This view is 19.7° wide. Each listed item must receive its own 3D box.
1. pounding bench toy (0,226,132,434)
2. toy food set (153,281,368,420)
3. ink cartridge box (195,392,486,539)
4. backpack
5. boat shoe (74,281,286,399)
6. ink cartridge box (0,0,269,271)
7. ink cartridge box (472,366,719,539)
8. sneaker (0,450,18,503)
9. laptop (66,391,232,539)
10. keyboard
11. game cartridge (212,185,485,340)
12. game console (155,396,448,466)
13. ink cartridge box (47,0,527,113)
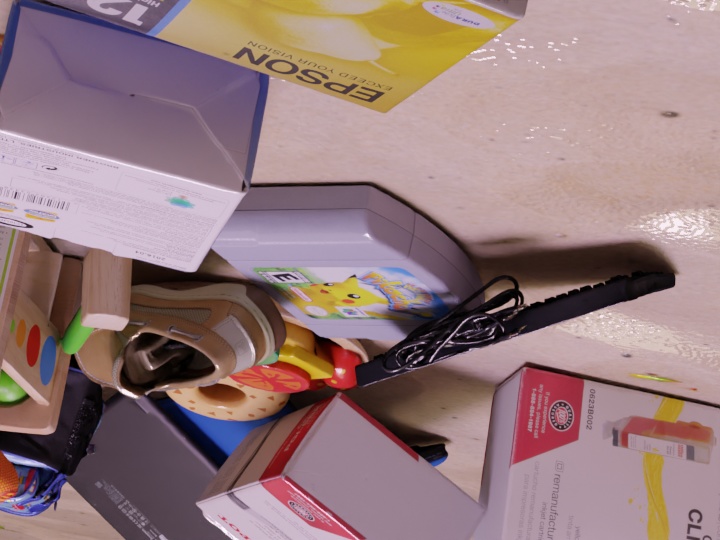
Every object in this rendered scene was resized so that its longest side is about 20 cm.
[{"bbox_3d":[-0.229,0.031,1.357,0.199,0.125,0.156,5,161,11],"label":"pounding bench toy"},{"bbox_3d":[-0.094,0.058,1.488,0.200,0.049,0.198,-6,155,39],"label":"toy food set"},{"bbox_3d":[-0.019,0.178,1.552,0.147,0.083,0.200,40,157,-11],"label":"ink cartridge box"},{"bbox_3d":[-0.289,0.110,1.592,0.182,0.135,0.200,16,169,0],"label":"backpack"},{"bbox_3d":[-0.137,0.052,1.350,0.200,0.076,0.072,-15,111,50],"label":"boat shoe"},{"bbox_3d":[-0.136,-0.062,1.113,0.136,0.077,0.200,14,161,-10],"label":"ink cartridge box"},{"bbox_3d":[0.193,0.165,1.512,0.199,0.146,0.083,12,160,-10],"label":"ink cartridge box"},{"bbox_3d":[-0.304,0.078,1.454,0.200,0.077,0.073,49,-177,6],"label":"sneaker"},{"bbox_3d":[-0.177,0.182,1.808,0.200,0.116,0.187,-37,103,32],"label":"laptop"},{"bbox_3d":[0.087,0.025,1.272,0.200,0.040,0.104,-20,176,27],"label":"keyboard"},{"bbox_3d":[0.000,0.000,1.299,0.133,0.041,0.200,-4,158,24],"label":"game cartridge"},{"bbox_3d":[-0.057,0.136,1.743,0.170,0.119,0.200,-16,-179,-39],"label":"game console"},{"bbox_3d":[-0.054,-0.129,0.942,0.197,0.047,0.200,16,158,-20],"label":"ink cartridge box"}]
